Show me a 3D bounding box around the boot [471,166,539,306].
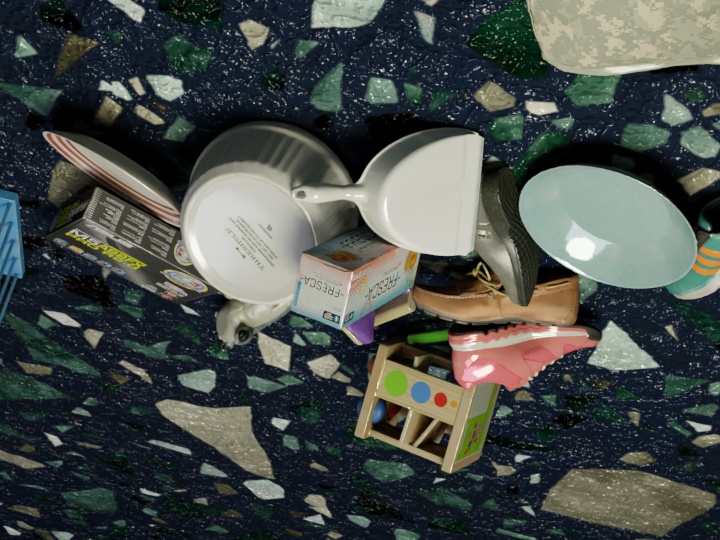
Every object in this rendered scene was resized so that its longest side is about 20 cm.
[{"bbox_3d":[0.124,-0.043,1.589,0.129,0.068,0.201,2,136,27],"label":"boot"}]

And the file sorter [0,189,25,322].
[{"bbox_3d":[-0.523,-0.016,1.822,0.137,0.124,0.201,14,149,-3],"label":"file sorter"}]

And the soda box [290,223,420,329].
[{"bbox_3d":[0.000,0.000,1.517,0.063,0.200,0.069,20,109,20],"label":"soda box"}]

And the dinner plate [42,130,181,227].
[{"bbox_3d":[-0.275,-0.110,1.614,0.198,0.024,0.200,30,169,6],"label":"dinner plate"}]

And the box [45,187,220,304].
[{"bbox_3d":[-0.276,-0.027,1.750,0.198,0.045,0.160,29,161,-24],"label":"box"}]

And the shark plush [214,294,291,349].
[{"bbox_3d":[-0.148,0.079,1.890,0.082,0.092,0.201,-9,152,-24],"label":"shark plush"}]

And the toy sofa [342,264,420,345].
[{"bbox_3d":[-0.028,0.001,1.682,0.199,0.099,0.082,33,145,-28],"label":"toy sofa"}]

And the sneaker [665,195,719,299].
[{"bbox_3d":[0.380,-0.037,1.501,0.079,0.072,0.200,35,144,-12],"label":"sneaker"}]

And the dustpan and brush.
[{"bbox_3d":[0.026,-0.081,1.480,0.197,0.142,0.057,-6,-158,-25],"label":"dustpan and brush"}]

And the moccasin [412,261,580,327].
[{"bbox_3d":[0.161,0.024,1.672,0.198,0.079,0.074,2,-169,10],"label":"moccasin"}]

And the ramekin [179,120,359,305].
[{"bbox_3d":[-0.107,-0.055,1.545,0.199,0.094,0.205,7,120,12],"label":"ramekin"}]

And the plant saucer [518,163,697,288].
[{"bbox_3d":[0.269,-0.057,1.509,0.198,0.039,0.202,20,149,12],"label":"plant saucer"}]

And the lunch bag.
[{"bbox_3d":[0.226,-0.251,1.156,0.197,0.119,0.165,-3,147,17],"label":"lunch bag"}]

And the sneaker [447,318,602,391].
[{"bbox_3d":[0.199,0.101,1.717,0.197,0.088,0.074,-4,-166,-15],"label":"sneaker"}]

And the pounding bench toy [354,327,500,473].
[{"bbox_3d":[0.093,0.130,1.807,0.154,0.203,0.124,19,-171,21],"label":"pounding bench toy"}]
